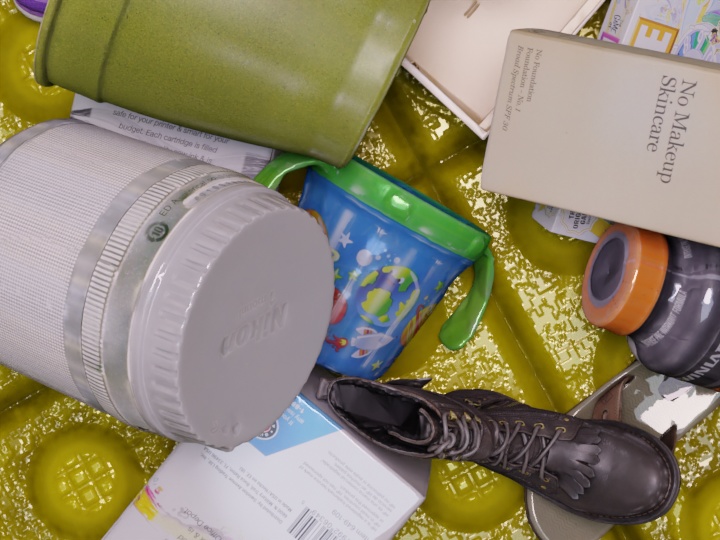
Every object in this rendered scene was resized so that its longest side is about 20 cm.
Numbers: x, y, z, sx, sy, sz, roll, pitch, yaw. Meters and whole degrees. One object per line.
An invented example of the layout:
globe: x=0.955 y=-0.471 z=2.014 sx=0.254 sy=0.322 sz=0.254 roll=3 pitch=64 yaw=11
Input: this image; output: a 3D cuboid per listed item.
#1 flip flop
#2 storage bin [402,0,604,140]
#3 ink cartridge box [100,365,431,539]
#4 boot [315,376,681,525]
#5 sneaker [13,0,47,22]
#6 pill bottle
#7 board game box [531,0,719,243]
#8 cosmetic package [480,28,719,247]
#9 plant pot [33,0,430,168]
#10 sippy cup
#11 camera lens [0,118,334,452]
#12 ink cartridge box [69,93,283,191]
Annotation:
flip flop: x=0.192 y=0.114 z=0.985 sx=0.200 sy=0.058 sz=0.081 roll=-44 pitch=93 yaw=2
storage bin: x=0.075 y=-0.228 z=0.963 sx=0.200 sy=0.094 sz=0.199 roll=42 pitch=95 yaw=2
ink cartridge box: x=-0.070 y=0.171 z=0.967 sx=0.147 sy=0.146 sz=0.200 roll=40 pitch=95 yaw=2
boot: x=0.088 y=0.114 z=0.908 sx=0.199 sy=0.174 sz=0.070 roll=14 pitch=88 yaw=34
sneaker: x=-0.156 y=-0.230 z=0.988 sx=0.199 sy=0.083 sz=0.081 roll=-16 pitch=91 yaw=6
pill bottle: x=0.246 y=0.029 z=0.925 sx=0.199 sy=0.106 sz=0.107 roll=17 pitch=94 yaw=-16
board game box: x=0.210 y=-0.108 z=0.939 sx=0.134 sy=0.034 sz=0.201 roll=12 pitch=107 yaw=-23
cosmetic package: x=0.183 y=-0.078 z=0.853 sx=0.199 sy=0.073 sz=0.104 roll=14 pitch=104 yaw=22
plant pot: x=-0.065 y=-0.161 z=0.858 sx=0.192 sy=0.200 sz=0.201 roll=26 pitch=95 yaw=-5
sippy cup: x=0.000 y=0.000 z=0.958 sx=0.177 sy=0.140 sz=0.131 roll=30 pitch=96 yaw=4
camera lens: x=-0.136 y=0.004 z=0.848 sx=0.199 sy=0.160 sz=0.161 roll=19 pitch=95 yaw=31
ink cartridge box: x=-0.129 y=-0.072 z=0.992 sx=0.145 sy=0.084 sz=0.201 roll=15 pitch=94 yaw=4
